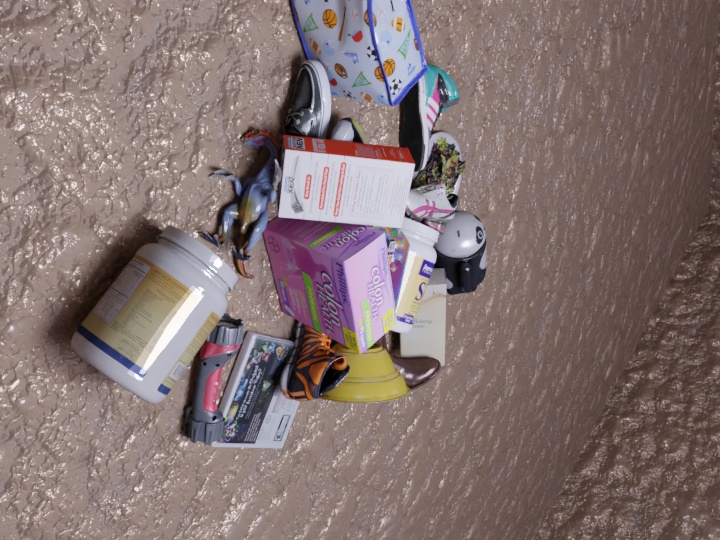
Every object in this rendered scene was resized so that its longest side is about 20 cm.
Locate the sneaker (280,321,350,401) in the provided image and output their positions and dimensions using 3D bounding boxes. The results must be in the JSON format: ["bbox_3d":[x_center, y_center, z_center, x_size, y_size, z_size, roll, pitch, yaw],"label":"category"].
[{"bbox_3d":[-0.061,0.138,1.140,0.078,0.110,0.203,42,53,-44],"label":"sneaker"}]

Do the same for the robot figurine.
[{"bbox_3d":[0.217,-0.037,1.405,0.124,0.149,0.202,-38,141,-23],"label":"robot figurine"}]

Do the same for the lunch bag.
[{"bbox_3d":[-0.005,-0.371,0.967,0.124,0.168,0.202,-51,138,-25],"label":"lunch bag"}]

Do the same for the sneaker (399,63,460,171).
[{"bbox_3d":[0.136,-0.302,1.245,0.119,0.083,0.204,-20,120,-33],"label":"sneaker"}]

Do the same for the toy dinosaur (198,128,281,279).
[{"bbox_3d":[-0.173,-0.115,0.987,0.201,0.103,0.184,108,7,-68],"label":"toy dinosaur"}]

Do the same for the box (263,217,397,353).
[{"bbox_3d":[-0.050,0.009,1.058,0.096,0.198,0.179,-35,131,-34],"label":"box"}]

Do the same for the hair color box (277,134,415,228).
[{"bbox_3d":[-0.025,-0.136,0.986,0.195,0.064,0.113,4,122,-12],"label":"hair color box"}]

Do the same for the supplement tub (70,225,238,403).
[{"bbox_3d":[-0.269,0.057,0.861,0.202,0.143,0.145,-56,140,-16],"label":"supplement tub"}]

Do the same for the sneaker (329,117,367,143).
[{"bbox_3d":[0.000,-0.187,1.143,0.091,0.077,0.202,-62,146,-41],"label":"sneaker"}]

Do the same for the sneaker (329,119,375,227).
[{"bbox_3d":[-0.008,-0.151,1.063,0.076,0.112,0.202,-79,-177,-46],"label":"sneaker"}]

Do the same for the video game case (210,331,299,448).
[{"bbox_3d":[-0.170,0.219,1.150,0.181,0.023,0.204,21,90,-52],"label":"video game case"}]

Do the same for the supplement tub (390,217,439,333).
[{"bbox_3d":[0.062,0.003,1.234,0.144,0.144,0.204,18,93,-51],"label":"supplement tub"}]

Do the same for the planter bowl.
[{"bbox_3d":[-0.005,0.180,1.201,0.198,0.198,0.086,-3,95,-49],"label":"planter bowl"}]

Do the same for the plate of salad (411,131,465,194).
[{"bbox_3d":[0.164,-0.187,1.352,0.198,0.048,0.204,-23,122,-42],"label":"plate of salad"}]

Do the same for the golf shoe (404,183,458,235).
[{"bbox_3d":[0.121,-0.138,1.245,0.199,0.072,0.093,16,109,-54],"label":"golf shoe"}]

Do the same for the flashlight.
[{"bbox_3d":[-0.230,0.175,1.022,0.067,0.067,0.204,-1,106,-44],"label":"flashlight"}]

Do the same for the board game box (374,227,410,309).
[{"bbox_3d":[0.000,0.000,1.144,0.039,0.156,0.204,-6,111,-59],"label":"board game box"}]

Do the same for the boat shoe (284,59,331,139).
[{"bbox_3d":[-0.090,-0.225,1.014,0.056,0.068,0.204,-17,121,-44],"label":"boat shoe"}]

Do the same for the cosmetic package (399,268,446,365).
[{"bbox_3d":[0.133,0.102,1.384,0.073,0.101,0.204,-84,172,-62],"label":"cosmetic package"}]

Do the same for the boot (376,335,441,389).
[{"bbox_3d":[0.061,0.161,1.311,0.183,0.065,0.202,-18,127,2],"label":"boot"}]
